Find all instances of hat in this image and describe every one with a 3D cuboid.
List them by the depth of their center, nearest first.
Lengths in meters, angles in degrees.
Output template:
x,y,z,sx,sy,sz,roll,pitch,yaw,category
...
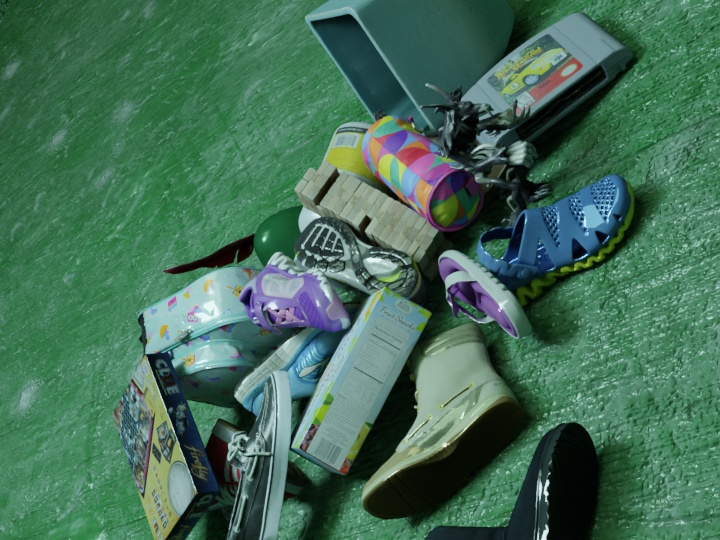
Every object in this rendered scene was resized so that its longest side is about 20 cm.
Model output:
x,y,z,sx,sy,sz,roll,pitch,yaw,category
-0.131,-0.062,1.729,0.165,0.176,0.201,-23,43,40,hat

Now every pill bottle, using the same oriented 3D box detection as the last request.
x,y,z,sx,sy,sz,roll,pitch,yaw,category
-0.015,-0.084,1.656,0.112,0.112,0.201,-5,57,51,pill bottle

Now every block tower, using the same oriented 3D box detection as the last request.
x,y,z,sx,sy,sz,roll,pitch,yaw,category
0.016,-0.064,1.545,0.199,0.058,0.054,31,78,21,block tower

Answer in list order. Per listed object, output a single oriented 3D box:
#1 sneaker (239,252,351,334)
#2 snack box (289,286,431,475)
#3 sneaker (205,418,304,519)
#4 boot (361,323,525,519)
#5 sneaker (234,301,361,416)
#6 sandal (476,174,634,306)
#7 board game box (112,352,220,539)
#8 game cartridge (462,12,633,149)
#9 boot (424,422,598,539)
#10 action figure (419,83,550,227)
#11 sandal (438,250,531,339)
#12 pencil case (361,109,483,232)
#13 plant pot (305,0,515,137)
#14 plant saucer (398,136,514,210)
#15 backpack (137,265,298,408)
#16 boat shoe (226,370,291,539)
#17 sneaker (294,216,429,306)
x,y,z,sx,sy,sz,roll,pitch,yaw,category
-0.084,0.042,1.509,0.088,0.081,0.200,-32,24,-19,sneaker
-0.006,0.126,1.432,0.201,0.067,0.169,-63,4,-9,snack box
-0.145,0.265,1.551,0.200,0.071,0.113,23,83,57,sneaker
0.072,0.159,1.354,0.200,0.072,0.155,-40,35,14,boot
-0.060,0.116,1.579,0.200,0.090,0.078,-41,4,-7,sneaker
0.201,-0.037,1.348,0.200,0.087,0.080,-38,33,23,sandal
-0.245,0.223,1.573,0.136,0.034,0.201,-54,50,40,board game box
0.212,-0.224,1.511,0.199,0.041,0.133,-37,32,4,game cartridge
0.130,0.243,1.191,0.167,0.076,0.202,-11,58,44,boot
0.151,-0.137,1.399,0.101,0.200,0.120,-21,40,27,action figure
0.118,0.028,1.374,0.050,0.083,0.203,-33,19,-9,sandal
0.072,-0.122,1.521,0.089,0.088,0.200,-50,38,8,pencil case
0.082,-0.315,1.654,0.200,0.197,0.196,-41,18,-11,plant pot
0.130,-0.133,1.581,0.200,0.034,0.201,-34,36,30,plant saucer
-0.174,0.086,1.660,0.199,0.175,0.154,-37,53,29,backpack
-0.118,0.212,1.436,0.074,0.067,0.202,169,108,-81,boat shoe
0.000,0.000,1.534,0.199,0.081,0.074,29,78,36,sneaker
